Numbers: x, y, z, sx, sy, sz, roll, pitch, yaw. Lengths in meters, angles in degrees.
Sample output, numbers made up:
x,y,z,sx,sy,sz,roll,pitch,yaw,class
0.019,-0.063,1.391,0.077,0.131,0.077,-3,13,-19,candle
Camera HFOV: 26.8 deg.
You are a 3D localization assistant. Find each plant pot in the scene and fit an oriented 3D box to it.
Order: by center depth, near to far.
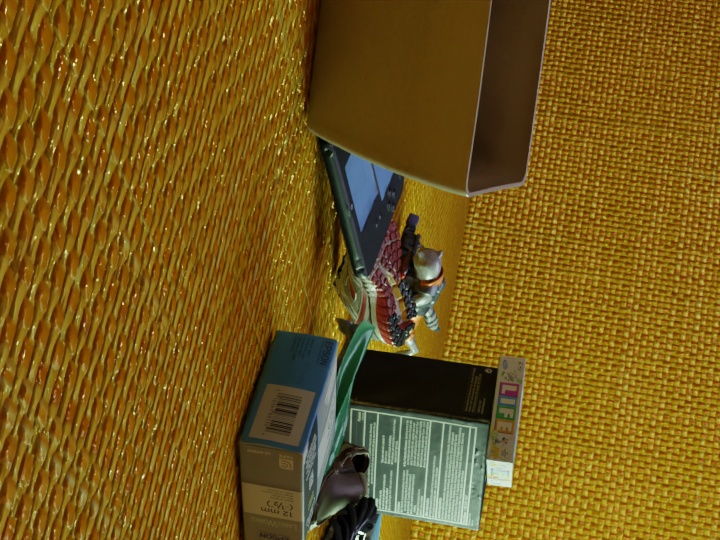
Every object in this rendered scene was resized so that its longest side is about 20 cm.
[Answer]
x,y,z,sx,sy,sz,roll,pitch,yaw,class
0.059,-0.187,1.428,0.200,0.177,0.200,-17,116,-68,plant pot

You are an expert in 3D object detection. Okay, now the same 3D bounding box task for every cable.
x,y,z,sx,sy,sz,roll,pitch,yaw,class
-0.037,0.318,1.683,0.163,0.051,0.200,-64,170,29,cable

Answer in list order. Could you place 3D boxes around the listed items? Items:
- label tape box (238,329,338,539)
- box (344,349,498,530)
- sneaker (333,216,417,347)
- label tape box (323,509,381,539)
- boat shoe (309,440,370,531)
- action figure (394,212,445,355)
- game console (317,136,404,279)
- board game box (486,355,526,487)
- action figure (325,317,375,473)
x,y,z,sx,sy,sz,roll,pitch,yaw,class
-0.065,0.177,1.415,0.143,0.066,0.200,-74,168,-46,label tape box
0.076,0.224,2.029,0.123,0.198,0.200,-73,169,-54,box
0.000,0.000,1.723,0.078,0.082,0.200,-45,133,-44,sneaker
-0.023,0.417,2.016,0.200,0.063,0.145,-57,155,-73,label tape box
-0.028,0.241,1.733,0.202,0.075,0.075,-60,157,-71,boat shoe
0.092,0.016,2.312,0.194,0.104,0.200,105,1,-57,action figure
0.005,-0.118,1.592,0.177,0.031,0.200,-75,157,-45,game console
0.188,0.199,1.961,0.200,0.034,0.135,72,25,-73,board game box
-0.037,0.155,1.652,0.118,0.055,0.200,76,30,-75,action figure
